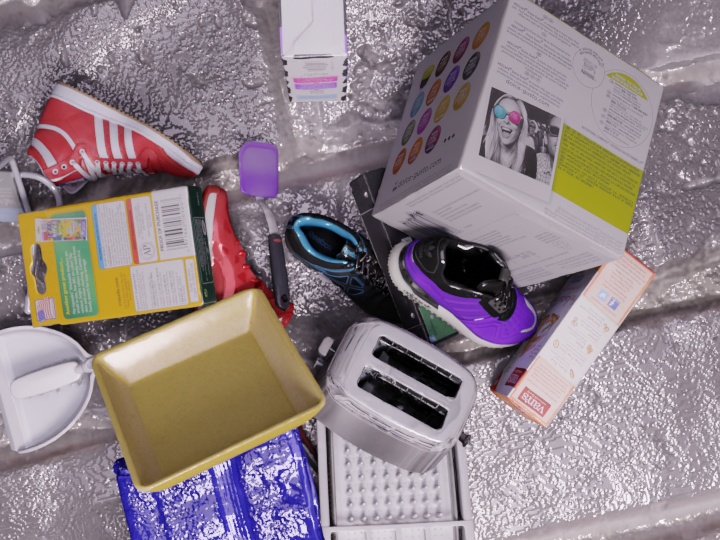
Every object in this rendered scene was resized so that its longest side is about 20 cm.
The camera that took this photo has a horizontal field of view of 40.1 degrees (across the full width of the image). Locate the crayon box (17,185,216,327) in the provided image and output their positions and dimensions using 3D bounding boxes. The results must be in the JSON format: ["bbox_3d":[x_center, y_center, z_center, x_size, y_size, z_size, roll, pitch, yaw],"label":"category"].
[{"bbox_3d":[-0.263,-0.014,1.069,0.196,0.052,0.128,-8,91,10],"label":"crayon box"}]

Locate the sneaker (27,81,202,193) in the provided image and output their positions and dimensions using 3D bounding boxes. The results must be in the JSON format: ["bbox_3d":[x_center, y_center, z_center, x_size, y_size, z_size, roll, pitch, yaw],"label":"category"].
[{"bbox_3d":[-0.284,-0.123,1.123,0.198,0.071,0.114,26,83,9],"label":"sneaker"}]

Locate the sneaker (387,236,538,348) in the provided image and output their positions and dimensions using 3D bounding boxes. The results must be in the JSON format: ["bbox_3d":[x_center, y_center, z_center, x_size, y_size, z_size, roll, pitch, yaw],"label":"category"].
[{"bbox_3d":[0.130,0.022,1.037,0.198,0.099,0.071,27,62,-28],"label":"sneaker"}]

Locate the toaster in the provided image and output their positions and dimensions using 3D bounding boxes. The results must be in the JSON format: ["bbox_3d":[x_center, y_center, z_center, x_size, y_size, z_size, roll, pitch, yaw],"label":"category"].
[{"bbox_3d":[0.041,0.135,1.039,0.198,0.129,0.115,30,69,3],"label":"toaster"}]

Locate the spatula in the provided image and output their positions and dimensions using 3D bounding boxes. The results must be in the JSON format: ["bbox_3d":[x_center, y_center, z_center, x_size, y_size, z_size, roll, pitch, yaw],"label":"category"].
[{"bbox_3d":[-0.104,-0.052,1.118,0.056,0.020,0.203,4,65,-40],"label":"spatula"}]

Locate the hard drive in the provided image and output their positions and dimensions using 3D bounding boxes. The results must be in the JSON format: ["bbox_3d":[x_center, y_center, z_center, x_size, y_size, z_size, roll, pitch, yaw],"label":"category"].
[{"bbox_3d":[0.080,-0.025,1.105,0.138,0.038,0.203,-20,86,-37],"label":"hard drive"}]

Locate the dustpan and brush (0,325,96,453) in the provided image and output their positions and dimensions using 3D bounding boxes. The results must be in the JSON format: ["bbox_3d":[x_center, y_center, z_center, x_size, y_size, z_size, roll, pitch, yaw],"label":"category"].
[{"bbox_3d":[-0.326,0.114,1.113,0.197,0.057,0.142,-18,87,-2],"label":"dustpan and brush"}]

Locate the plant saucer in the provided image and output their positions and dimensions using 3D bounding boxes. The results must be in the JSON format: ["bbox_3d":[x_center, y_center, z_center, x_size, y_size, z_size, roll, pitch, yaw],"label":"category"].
[{"bbox_3d":[-0.155,0.126,1.010,0.197,0.049,0.201,-24,43,-13],"label":"plant saucer"}]

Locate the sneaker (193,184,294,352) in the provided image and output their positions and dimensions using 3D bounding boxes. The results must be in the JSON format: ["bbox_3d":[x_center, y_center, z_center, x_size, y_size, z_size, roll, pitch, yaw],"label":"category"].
[{"bbox_3d":[-0.134,0.006,1.127,0.113,0.078,0.204,2,93,-13],"label":"sneaker"}]

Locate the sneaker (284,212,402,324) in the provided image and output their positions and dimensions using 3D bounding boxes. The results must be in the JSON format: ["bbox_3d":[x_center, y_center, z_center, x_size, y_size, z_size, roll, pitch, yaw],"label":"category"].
[{"bbox_3d":[0.000,0.000,1.114,0.198,0.082,0.074,28,84,-1],"label":"sneaker"}]

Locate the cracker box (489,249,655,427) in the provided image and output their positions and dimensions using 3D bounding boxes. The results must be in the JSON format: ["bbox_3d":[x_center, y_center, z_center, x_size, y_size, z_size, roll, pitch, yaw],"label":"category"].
[{"bbox_3d":[0.228,0.071,1.086,0.057,0.134,0.201,36,86,1],"label":"cracker box"}]

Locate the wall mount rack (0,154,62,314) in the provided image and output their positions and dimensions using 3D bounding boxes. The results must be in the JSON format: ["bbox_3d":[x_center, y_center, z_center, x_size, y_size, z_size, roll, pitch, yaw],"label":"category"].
[{"bbox_3d":[-0.432,-0.045,1.109,0.196,0.075,0.176,3,124,12],"label":"wall mount rack"}]

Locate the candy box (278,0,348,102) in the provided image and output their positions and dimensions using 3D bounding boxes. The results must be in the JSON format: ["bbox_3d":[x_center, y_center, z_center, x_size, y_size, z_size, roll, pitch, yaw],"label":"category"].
[{"bbox_3d":[-0.051,-0.288,1.071,0.070,0.200,0.171,-2,86,-2],"label":"candy box"}]

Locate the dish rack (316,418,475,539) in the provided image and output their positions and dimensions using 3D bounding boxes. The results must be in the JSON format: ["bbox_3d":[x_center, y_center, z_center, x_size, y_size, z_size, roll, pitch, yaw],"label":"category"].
[{"bbox_3d":[0.035,0.235,1.093,0.168,0.044,0.204,-1,71,-8],"label":"dish rack"}]

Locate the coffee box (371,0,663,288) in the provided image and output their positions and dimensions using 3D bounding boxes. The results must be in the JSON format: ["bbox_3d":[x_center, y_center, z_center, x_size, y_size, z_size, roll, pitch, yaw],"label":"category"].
[{"bbox_3d":[0.159,-0.124,1.021,0.198,0.199,0.201,24,72,-19],"label":"coffee box"}]

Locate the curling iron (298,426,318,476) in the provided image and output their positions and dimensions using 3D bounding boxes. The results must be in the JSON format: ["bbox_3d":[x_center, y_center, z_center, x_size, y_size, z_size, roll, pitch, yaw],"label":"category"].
[{"bbox_3d":[-0.070,0.177,1.131,0.050,0.026,0.200,-42,85,-19],"label":"curling iron"}]

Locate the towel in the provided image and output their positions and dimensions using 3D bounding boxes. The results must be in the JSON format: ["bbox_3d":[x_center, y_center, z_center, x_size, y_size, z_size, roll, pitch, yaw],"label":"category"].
[{"bbox_3d":[-0.144,0.237,1.003,0.197,0.050,0.150,-16,85,-3],"label":"towel"}]
